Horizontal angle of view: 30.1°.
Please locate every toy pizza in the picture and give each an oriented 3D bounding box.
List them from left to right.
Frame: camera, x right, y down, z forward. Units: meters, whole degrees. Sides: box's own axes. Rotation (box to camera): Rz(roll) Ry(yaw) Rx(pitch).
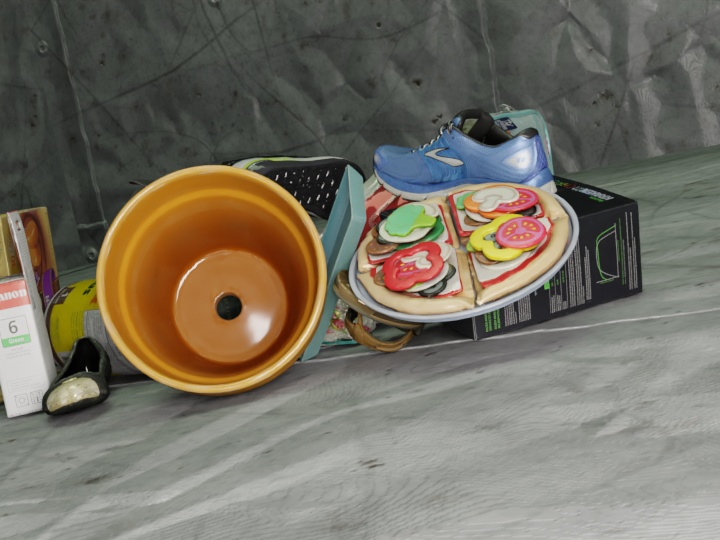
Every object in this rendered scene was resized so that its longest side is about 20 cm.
[{"bbox_3d":[0.084,-0.026,1.129,0.200,0.032,0.200,-14,31,9],"label":"toy pizza"}]

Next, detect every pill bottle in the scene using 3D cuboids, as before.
[{"bbox_3d":[-0.247,0.058,1.442,0.200,0.109,0.109,-7,8,43],"label":"pill bottle"}]

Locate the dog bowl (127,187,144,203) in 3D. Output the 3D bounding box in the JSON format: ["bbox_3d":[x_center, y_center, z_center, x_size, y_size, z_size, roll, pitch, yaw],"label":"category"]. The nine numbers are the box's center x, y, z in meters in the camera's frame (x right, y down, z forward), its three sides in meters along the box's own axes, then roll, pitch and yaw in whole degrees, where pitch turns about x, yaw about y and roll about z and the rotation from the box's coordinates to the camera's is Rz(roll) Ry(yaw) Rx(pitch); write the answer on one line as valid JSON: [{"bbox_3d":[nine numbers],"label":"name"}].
[{"bbox_3d":[-0.248,-0.002,1.661,0.059,0.200,0.200,2,-2,-27],"label":"dog bowl"}]

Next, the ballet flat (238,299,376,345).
[{"bbox_3d":[-0.072,0.049,1.375,0.200,0.064,0.076,-10,8,30],"label":"ballet flat"}]

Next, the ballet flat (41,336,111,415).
[{"bbox_3d":[-0.280,0.105,1.309,0.066,0.057,0.200,-14,6,-7],"label":"ballet flat"}]

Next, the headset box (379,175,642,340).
[{"bbox_3d":[0.134,-0.017,1.270,0.200,0.093,0.174,-15,19,-21],"label":"headset box"}]

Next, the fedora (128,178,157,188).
[{"bbox_3d":[-0.167,-0.036,1.437,0.177,0.090,0.200,17,7,14],"label":"fedora"}]

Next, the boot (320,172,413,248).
[{"bbox_3d":[0.055,-0.043,1.380,0.144,0.072,0.200,16,55,35],"label":"boot"}]

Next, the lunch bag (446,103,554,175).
[{"bbox_3d":[0.165,-0.086,1.502,0.077,0.200,0.160,-4,7,39],"label":"lunch bag"}]

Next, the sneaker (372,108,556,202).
[{"bbox_3d":[0.097,-0.113,1.285,0.200,0.089,0.079,6,21,37],"label":"sneaker"}]

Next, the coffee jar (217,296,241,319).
[{"bbox_3d":[-0.136,0.024,1.550,0.200,0.104,0.085,-14,-8,-16],"label":"coffee jar"}]

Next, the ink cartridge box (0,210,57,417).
[{"bbox_3d":[-0.355,0.042,1.369,0.050,0.200,0.109,-13,5,-9],"label":"ink cartridge box"}]

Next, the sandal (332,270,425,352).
[{"bbox_3d":[0.016,0.046,1.226,0.080,0.054,0.200,32,-1,12],"label":"sandal"}]

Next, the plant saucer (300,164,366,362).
[{"bbox_3d":[-0.027,-0.002,1.234,0.019,0.200,0.070,7,46,-13],"label":"plant saucer"}]

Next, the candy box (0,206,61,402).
[{"bbox_3d":[-0.381,0.036,1.485,0.056,0.200,0.117,-8,6,13],"label":"candy box"}]

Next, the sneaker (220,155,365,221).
[{"bbox_3d":[-0.077,-0.099,1.458,0.083,0.072,0.200,20,9,40],"label":"sneaker"}]

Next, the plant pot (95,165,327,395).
[{"bbox_3d":[-0.128,0.022,1.240,0.200,0.201,0.183,-13,-10,-2],"label":"plant pot"}]

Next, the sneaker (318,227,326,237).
[{"bbox_3d":[0.000,0.000,1.453,0.200,0.116,0.074,-10,4,13],"label":"sneaker"}]
